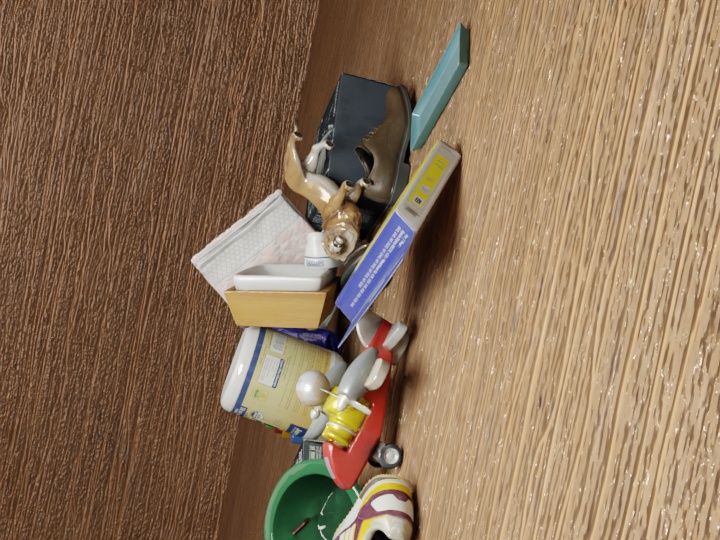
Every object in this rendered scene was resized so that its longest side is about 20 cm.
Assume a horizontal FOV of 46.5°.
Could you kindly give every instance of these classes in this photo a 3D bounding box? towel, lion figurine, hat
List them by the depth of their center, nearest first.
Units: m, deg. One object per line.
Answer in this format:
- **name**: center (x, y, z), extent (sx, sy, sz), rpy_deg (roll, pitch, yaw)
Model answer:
- **hat**: center (-0.019, 0.340, 1.173), extent (0.175, 0.164, 0.203), rpy_deg (20, -88, -61)
- **lion figurine**: center (-0.061, -0.120, 1.274), extent (0.201, 0.072, 0.123), rpy_deg (50, 132, 16)
- **towel**: center (-0.158, -0.013, 1.434), extent (0.199, 0.191, 0.032), rpy_deg (-38, 37, 3)
- **towel**: center (-0.110, 0.167, 1.478), extent (0.197, 0.049, 0.151), rpy_deg (6, 100, 42)

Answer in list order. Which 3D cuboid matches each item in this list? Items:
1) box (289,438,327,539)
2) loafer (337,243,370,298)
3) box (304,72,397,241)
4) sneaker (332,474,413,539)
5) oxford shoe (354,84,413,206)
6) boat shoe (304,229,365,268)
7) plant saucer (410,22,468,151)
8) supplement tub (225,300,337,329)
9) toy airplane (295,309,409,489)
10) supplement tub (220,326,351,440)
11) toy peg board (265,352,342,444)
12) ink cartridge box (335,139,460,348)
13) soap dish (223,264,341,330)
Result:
- **box**: center (-0.069, 0.385, 1.259), extent (0.165, 0.084, 0.203), rpy_deg (113, 163, -48)
- **loafer**: center (0.000, 0.000, 1.306), extent (0.200, 0.071, 0.073), rpy_deg (123, 153, -63)
- **box**: center (-0.011, -0.187, 1.426), extent (0.197, 0.121, 0.204), rpy_deg (130, 149, -64)
- **sneaker**: center (0.008, 0.329, 0.965), extent (0.091, 0.073, 0.203), rpy_deg (-86, 11, -55)
- **oxford shoe**: center (0.036, -0.203, 1.297), extent (0.073, 0.083, 0.204), rpy_deg (124, 156, -66)
- **boat shoe**: center (-0.036, -0.045, 1.386), extent (0.200, 0.072, 0.067), rpy_deg (-24, -67, -73)
- **plant saucer**: center (0.107, -0.244, 1.149), extent (0.201, 0.019, 0.071), rpy_deg (122, 156, -60)
- **supplement tub**: center (-0.140, 0.041, 1.572), extent (0.147, 0.197, 0.145), rpy_deg (-62, -1, -1)
- **toy airplane**: center (-0.011, 0.144, 1.063), extent (0.201, 0.138, 0.203), rpy_deg (-96, 20, -57)
- **supplement tub**: center (-0.108, 0.180, 1.321), extent (0.144, 0.197, 0.147), rpy_deg (-159, 90, -81)
- **toy peg board**: center (-0.113, 0.241, 1.590), extent (0.199, 0.096, 0.204), rpy_deg (178, 102, -79)
- **ink cartridge box**: center (0.034, -0.032, 1.023), extent (0.201, 0.047, 0.198), rpy_deg (-55, -1, -42)
- **soap dish**: center (-0.115, 0.038, 1.316), extent (0.200, 0.154, 0.083), rpy_deg (-48, -42, -81)
